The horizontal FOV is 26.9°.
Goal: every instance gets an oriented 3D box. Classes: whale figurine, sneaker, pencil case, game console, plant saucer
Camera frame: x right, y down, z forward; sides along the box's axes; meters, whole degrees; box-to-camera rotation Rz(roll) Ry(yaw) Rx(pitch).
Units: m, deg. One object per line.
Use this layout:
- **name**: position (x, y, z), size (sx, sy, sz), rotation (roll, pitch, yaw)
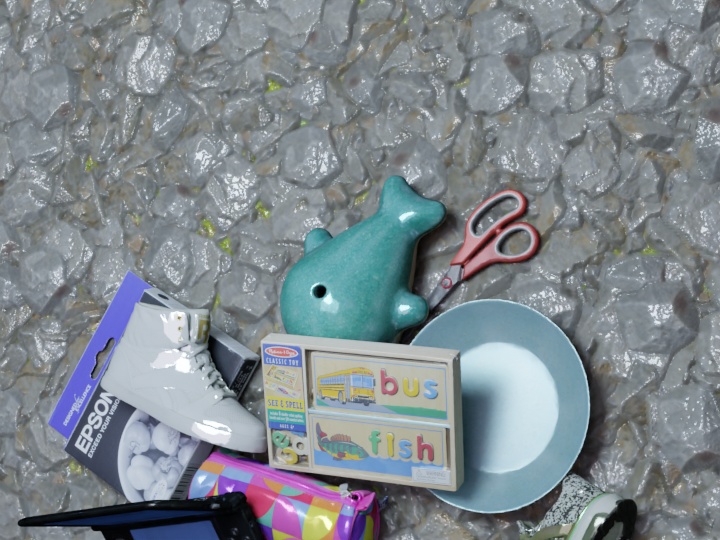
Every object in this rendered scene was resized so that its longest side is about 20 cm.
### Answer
- **whale figurine**: position (0.000, 0.000, 1.479), size (0.159, 0.104, 0.201), rotation (36, 94, 27)
- **sneaker**: position (-0.164, 0.099, 1.509), size (0.198, 0.074, 0.117), rotation (23, 94, 23)
- **pencil case**: position (-0.073, 0.233, 1.489), size (0.198, 0.088, 0.090), rotation (11, 86, 24)
- **game console**: position (-0.203, 0.280, 1.466), size (0.198, 0.116, 0.178), rotation (-12, 108, 35)
- **sneaker**: position (0.171, 0.273, 1.394), size (0.201, 0.077, 0.089), rotation (-54, 48, 4)
- **plant saucer**: position (0.127, 0.130, 1.440), size (0.199, 0.039, 0.204), rotation (-3, 82, 23)

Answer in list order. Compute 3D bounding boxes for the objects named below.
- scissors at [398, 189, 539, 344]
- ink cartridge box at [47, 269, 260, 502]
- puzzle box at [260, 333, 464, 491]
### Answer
- **scissors**: position (0.091, -0.001, 1.491), size (0.199, 0.014, 0.074), rotation (-37, 72, 16)
- **ink cartridge box**: position (-0.232, 0.128, 1.596), size (0.199, 0.043, 0.200), rotation (31, 95, 25)
- **puzzle box**: position (0.002, 0.133, 1.428), size (0.198, 0.025, 0.135), rotation (3, 107, 22)
